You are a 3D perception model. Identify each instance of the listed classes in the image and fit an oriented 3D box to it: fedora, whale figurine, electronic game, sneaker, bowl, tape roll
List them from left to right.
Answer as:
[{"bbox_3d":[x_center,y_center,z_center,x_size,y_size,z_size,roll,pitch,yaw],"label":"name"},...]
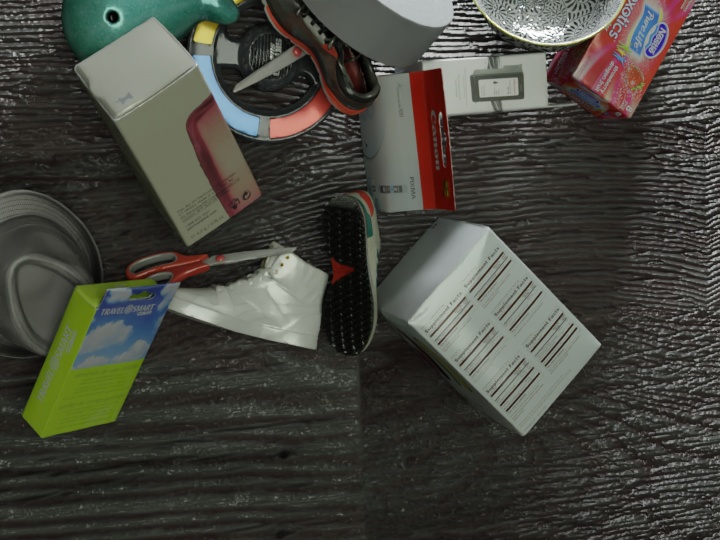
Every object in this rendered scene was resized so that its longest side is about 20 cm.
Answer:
[{"bbox_3d":[-0.359,0.020,1.428,0.176,0.090,0.202,-36,127,-18],"label":"fedora"},{"bbox_3d":[-0.238,-0.292,1.448,0.197,0.104,0.162,-14,99,-2],"label":"whale figurine"},{"bbox_3d":[-0.134,0.018,1.540,0.197,0.073,0.118,14,88,-23],"label":"sneaker"},{"bbox_3d":[-0.109,-0.253,1.530,0.197,0.042,0.204,-1,95,-15],"label":"electronic game"},{"bbox_3d":[-0.036,-0.272,1.463,0.077,0.082,0.201,-42,105,-17],"label":"sneaker"},{"bbox_3d":[0.000,-0.001,1.562,0.069,0.093,0.203,5,108,23],"label":"sneaker"},{"bbox_3d":[0.011,-0.328,1.469,0.199,0.201,0.066,36,123,-16],"label":"tape roll"},{"bbox_3d":[0.219,-0.337,1.570,0.197,0.094,0.204,1,68,-2],"label":"bowl"}]

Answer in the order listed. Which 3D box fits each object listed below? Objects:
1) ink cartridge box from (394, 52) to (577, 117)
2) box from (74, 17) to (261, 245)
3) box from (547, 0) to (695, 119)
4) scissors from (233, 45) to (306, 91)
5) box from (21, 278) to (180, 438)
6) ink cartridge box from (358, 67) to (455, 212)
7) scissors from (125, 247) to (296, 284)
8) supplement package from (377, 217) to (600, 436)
[{"bbox_3d":[0.151,-0.225,1.566,0.197,0.116,0.069,-6,98,-15],"label":"ink cartridge box"},{"bbox_3d":[-0.209,-0.152,1.425,0.108,0.128,0.201,-34,137,-10],"label":"box"},{"bbox_3d":[0.330,-0.300,1.618,0.099,0.095,0.202,31,87,-17],"label":"box"},{"bbox_3d":[-0.061,-0.257,1.510,0.073,0.014,0.201,46,73,-19],"label":"scissors"},{"bbox_3d":[-0.289,0.087,1.440,0.048,0.121,0.202,39,114,25],"label":"box"},{"bbox_3d":[0.050,-0.148,1.502,0.047,0.200,0.163,-8,97,-16],"label":"ink cartridge box"},{"bbox_3d":[-0.178,-0.015,1.519,0.197,0.073,0.014,-19,129,-10],"label":"scissors"},{"bbox_3d":[0.143,0.062,1.552,0.200,0.191,0.147,44,84,-14],"label":"supplement package"}]
